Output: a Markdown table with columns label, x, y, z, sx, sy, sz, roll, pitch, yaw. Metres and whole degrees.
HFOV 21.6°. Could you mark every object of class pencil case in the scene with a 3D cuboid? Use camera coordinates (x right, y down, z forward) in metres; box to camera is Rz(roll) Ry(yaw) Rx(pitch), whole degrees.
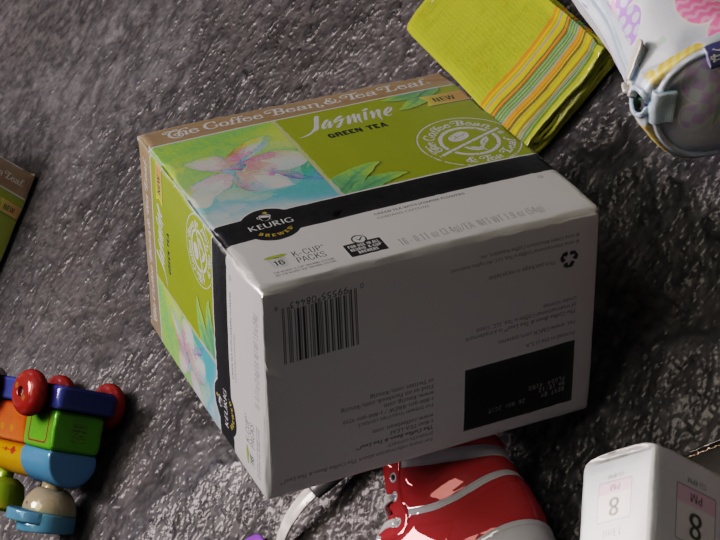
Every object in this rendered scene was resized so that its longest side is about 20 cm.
| label | x | y | z | sx | sy | sz | roll | pitch | yaw |
| --- | --- | --- | --- | --- | --- | --- | --- | --- | --- |
| pencil case | 0.174 | -0.151 | 1.105 | 0.090 | 0.083 | 0.200 | -17 | 44 | -2 |

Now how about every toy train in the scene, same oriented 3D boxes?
| label | x | y | z | sx | sy | sz | roll | pitch | yaw |
| --- | --- | --- | --- | --- | --- | --- | --- | --- | --- |
| toy train | -0.266 | 0.130 | 1.423 | 0.200 | 0.084 | 0.116 | 4 | 82 | 50 |

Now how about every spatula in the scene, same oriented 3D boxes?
| label | x | y | z | sx | sy | sz | roll | pitch | yaw |
| --- | --- | --- | --- | --- | --- | --- | --- | --- | --- |
| spatula | -0.036 | 0.151 | 1.187 | 0.200 | 0.021 | 0.057 | -47 | 37 | 14 |

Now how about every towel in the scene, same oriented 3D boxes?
| label | x | y | z | sx | sy | sz | roll | pitch | yaw |
| --- | --- | --- | --- | --- | --- | --- | --- | --- | --- |
| towel | 0.094 | -0.154 | 1.254 | 0.086 | 0.018 | 0.200 | -50 | 38 | 10 |

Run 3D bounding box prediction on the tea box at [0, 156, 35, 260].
| label | x | y | z | sx | sy | sz | roll | pitch | yaw |
| --- | --- | --- | --- | --- | --- | --- | --- | --- | --- |
| tea box | -0.419 | -0.025 | 1.649 | 0.200 | 0.133 | 0.197 | 3 | 68 | 49 |

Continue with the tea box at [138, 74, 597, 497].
| label | x | y | z | sx | sy | sz | roll | pitch | yaw |
| --- | --- | --- | --- | --- | --- | --- | --- | --- | --- |
| tea box | 0.000 | 0.000 | 1.068 | 0.197 | 0.199 | 0.134 | -134 | 36 | -52 |

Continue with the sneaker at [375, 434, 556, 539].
| label | x | y | z | sx | sy | sz | roll | pitch | yaw |
| --- | --- | --- | --- | --- | --- | --- | --- | --- | --- |
| sneaker | 0.017 | 0.171 | 1.073 | 0.200 | 0.071 | 0.113 | -36 | 46 | 16 |

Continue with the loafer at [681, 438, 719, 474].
| label | x | y | z | sx | sy | sz | roll | pitch | yaw |
| --- | --- | --- | --- | --- | --- | --- | --- | --- | --- |
| loafer | 0.208 | 0.094 | 0.908 | 0.200 | 0.072 | 0.073 | -22 | 51 | 39 |

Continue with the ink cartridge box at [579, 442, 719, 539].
| label | x | y | z | sx | sy | sz | roll | pitch | yaw |
| --- | --- | --- | --- | --- | --- | --- | --- | --- | --- |
| ink cartridge box | 0.160 | 0.196 | 0.820 | 0.057 | 0.162 | 0.201 | -26 | 47 | 41 |
